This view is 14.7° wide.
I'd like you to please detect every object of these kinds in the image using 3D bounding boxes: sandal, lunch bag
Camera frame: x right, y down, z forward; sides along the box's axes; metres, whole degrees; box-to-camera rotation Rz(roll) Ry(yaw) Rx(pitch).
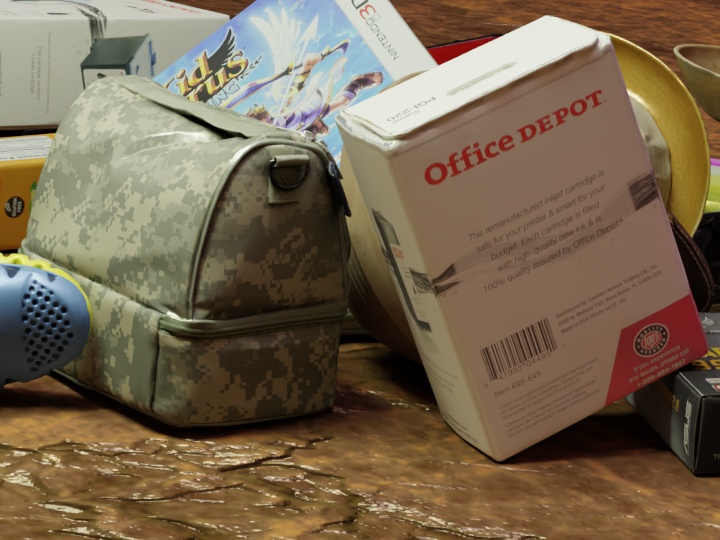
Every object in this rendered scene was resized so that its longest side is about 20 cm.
[{"bbox_3d":[-0.248,0.040,1.553,0.199,0.080,0.087,-7,17,-1],"label":"sandal"},{"bbox_3d":[-0.099,-0.016,1.609,0.139,0.168,0.200,-8,20,-36],"label":"lunch bag"}]

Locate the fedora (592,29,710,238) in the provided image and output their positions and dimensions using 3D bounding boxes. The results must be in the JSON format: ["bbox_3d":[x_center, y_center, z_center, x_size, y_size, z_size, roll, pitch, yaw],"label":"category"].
[{"bbox_3d":[0.122,-0.067,1.797,0.200,0.201,0.082,13,2,29],"label":"fedora"}]

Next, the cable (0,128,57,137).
[{"bbox_3d":[-0.236,-0.101,2.097,0.199,0.051,0.163,-11,21,-41],"label":"cable"}]

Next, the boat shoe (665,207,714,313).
[{"bbox_3d":[0.143,-0.025,1.655,0.200,0.070,0.070,38,3,-29],"label":"boat shoe"}]

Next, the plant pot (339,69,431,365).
[{"bbox_3d":[0.047,-0.012,1.691,0.093,0.201,0.200,-30,-10,39],"label":"plant pot"}]

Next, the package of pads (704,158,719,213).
[{"bbox_3d":[0.245,-0.033,1.950,0.199,0.069,0.154,8,15,14],"label":"package of pads"}]

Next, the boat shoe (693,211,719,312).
[{"bbox_3d":[0.263,-0.013,1.816,0.199,0.070,0.066,-3,-20,-1],"label":"boat shoe"}]

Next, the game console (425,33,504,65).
[{"bbox_3d":[0.002,-0.114,2.044,0.176,0.031,0.200,-9,-19,-42],"label":"game console"}]

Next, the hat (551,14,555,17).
[{"bbox_3d":[0.023,-0.112,1.945,0.175,0.201,0.166,20,-5,0],"label":"hat"}]

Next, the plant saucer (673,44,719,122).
[{"bbox_3d":[0.292,-0.100,1.773,0.199,0.036,0.200,13,13,-3],"label":"plant saucer"}]

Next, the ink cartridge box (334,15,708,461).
[{"bbox_3d":[0.089,-0.020,1.549,0.145,0.201,0.085,-26,24,-14],"label":"ink cartridge box"}]

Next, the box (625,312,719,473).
[{"bbox_3d":[0.264,0.069,1.626,0.199,0.049,0.158,1,16,-12],"label":"box"}]

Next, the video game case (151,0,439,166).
[{"bbox_3d":[-0.048,-0.101,1.829,0.200,0.045,0.181,-37,45,3],"label":"video game case"}]

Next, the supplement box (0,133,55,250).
[{"bbox_3d":[-0.194,-0.057,1.923,0.199,0.067,0.069,-7,22,-32],"label":"supplement box"}]

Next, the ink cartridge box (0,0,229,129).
[{"bbox_3d":[-0.214,-0.153,2.048,0.199,0.086,0.146,-5,13,-30],"label":"ink cartridge box"}]

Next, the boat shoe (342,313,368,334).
[{"bbox_3d":[0.000,0.000,1.754,0.199,0.074,0.074,-7,19,-34],"label":"boat shoe"}]
